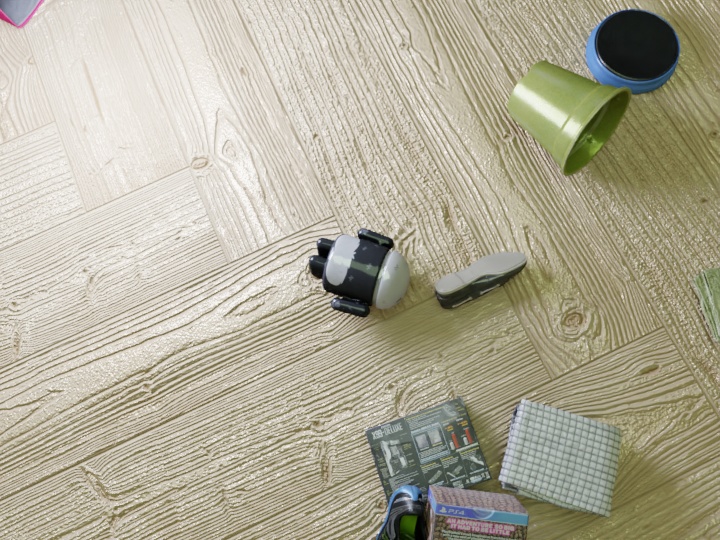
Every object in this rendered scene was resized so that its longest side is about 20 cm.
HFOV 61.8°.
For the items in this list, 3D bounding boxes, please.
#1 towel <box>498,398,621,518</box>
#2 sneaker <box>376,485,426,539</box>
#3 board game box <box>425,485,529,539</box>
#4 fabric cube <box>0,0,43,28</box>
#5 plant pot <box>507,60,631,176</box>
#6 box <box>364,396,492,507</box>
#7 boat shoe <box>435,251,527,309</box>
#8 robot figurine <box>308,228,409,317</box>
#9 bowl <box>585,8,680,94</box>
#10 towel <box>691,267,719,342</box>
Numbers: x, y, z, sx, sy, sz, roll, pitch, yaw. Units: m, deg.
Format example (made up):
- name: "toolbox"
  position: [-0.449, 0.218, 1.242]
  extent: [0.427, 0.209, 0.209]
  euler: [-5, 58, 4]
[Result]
- name: "towel"
  position: [0.362, 0.343, 1.102]
  extent: [0.199, 0.086, 0.167]
  euler: [15, 78, 6]
- name: "sneaker"
  position: [0.071, 0.477, 1.055]
  extent: [0.070, 0.083, 0.201]
  euler: [7, 108, -11]
- name: "board game box"
  position: [0.189, 0.493, 1.036]
  extent: [0.158, 0.097, 0.201]
  euler: [8, 87, -1]
- name: "fabric cube"
  position: [-0.875, -0.735, 1.409]
  extent: [0.199, 0.200, 0.197]
  euler: [26, 79, 12]
- name: "plant pot"
  position: [0.413, -0.330, 1.237]
  extent: [0.200, 0.201, 0.184]
  euler: [-43, 66, -8]
- name: "box"
  position: [0.125, 0.346, 1.131]
  extent: [0.199, 0.050, 0.158]
  euler: [-19, 74, -2]
- name: "boat shoe"
  position: [0.244, 0.019, 1.216]
  extent: [0.199, 0.057, 0.067]
  euler: [-21, 39, -6]
- name: "robot figurine"
  position: [0.000, 0.002, 1.196]
  extent: [0.199, 0.125, 0.151]
  euler: [18, 106, 8]
- name: "bowl"
  position: [0.606, -0.490, 1.332]
  extent: [0.199, 0.039, 0.202]
  euler: [-1, 75, 3]
- name: "towel"
  position: [0.767, 0.058, 1.177]
  extent: [0.199, 0.037, 0.149]
  euler: [-9, 74, 2]
